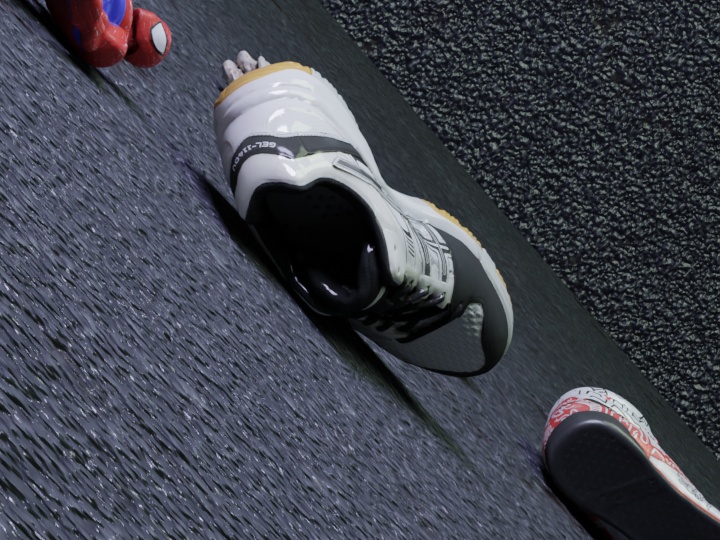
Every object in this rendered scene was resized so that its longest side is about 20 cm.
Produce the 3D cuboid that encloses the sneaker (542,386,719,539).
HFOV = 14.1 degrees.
[{"bbox_3d":[0.180,0.149,1.679,0.201,0.067,0.108,47,8,-8],"label":"sneaker"}]

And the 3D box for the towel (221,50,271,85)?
[{"bbox_3d":[0.001,-0.035,1.639,0.200,0.034,0.132,53,7,25],"label":"towel"}]

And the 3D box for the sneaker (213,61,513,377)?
[{"bbox_3d":[0.000,0.000,1.310,0.200,0.075,0.088,44,25,-34],"label":"sneaker"}]

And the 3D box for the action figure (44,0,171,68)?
[{"bbox_3d":[-0.135,-0.138,1.195,0.065,0.052,0.200,50,2,39],"label":"action figure"}]
